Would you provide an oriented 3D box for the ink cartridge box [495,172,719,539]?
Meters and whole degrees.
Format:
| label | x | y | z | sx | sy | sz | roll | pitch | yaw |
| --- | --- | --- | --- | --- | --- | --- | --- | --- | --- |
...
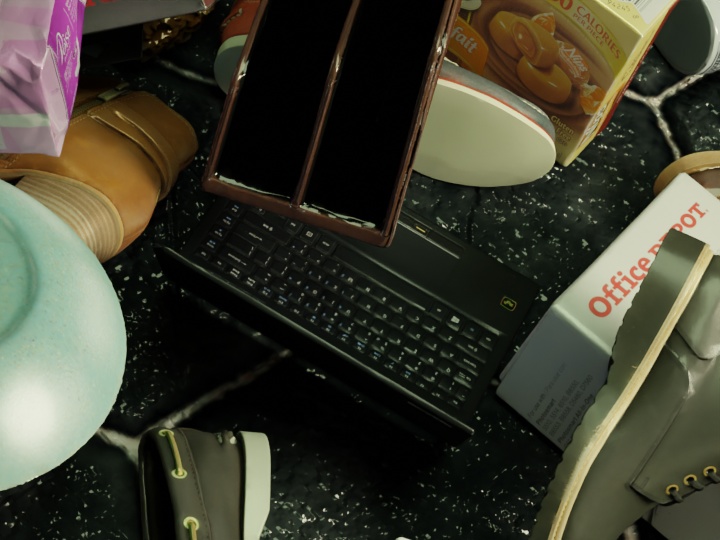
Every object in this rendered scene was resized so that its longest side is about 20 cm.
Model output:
| label | x | y | z | sx | sy | sz | roll | pitch | yaw |
| --- | --- | --- | --- | --- | --- | --- | --- | --- | --- |
| ink cartridge box | 0.194 | 0.066 | 1.294 | 0.200 | 0.084 | 0.146 | 40 | 49 | 9 |

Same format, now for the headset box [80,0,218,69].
| label | x | y | z | sx | sy | sz | roll | pitch | yaw |
| --- | --- | --- | --- | --- | --- | --- | --- | --- | --- |
| headset box | -0.155 | -0.200 | 1.232 | 0.148 | 0.201 | 0.077 | -9 | 15 | 14 |

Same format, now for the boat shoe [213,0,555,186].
| label | x | y | z | sx | sy | sz | roll | pitch | yaw |
| --- | --- | --- | --- | --- | --- | --- | --- | --- | --- |
| boat shoe | 0.017 | -0.105 | 1.370 | 0.199 | 0.071 | 0.063 | 17 | 45 | -4 |

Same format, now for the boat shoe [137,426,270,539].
| label | x | y | z | sx | sy | sz | roll | pitch | yaw |
| --- | --- | --- | --- | --- | --- | --- | --- | --- | --- |
| boat shoe | -0.077 | 0.154 | 1.115 | 0.060 | 0.072 | 0.202 | 10 | 42 | -11 |

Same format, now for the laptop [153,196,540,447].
| label | x | y | z | sx | sy | sz | roll | pitch | yaw |
| --- | --- | --- | --- | --- | --- | --- | --- | --- | --- |
| laptop | 0.000 | 0.000 | 1.250 | 0.177 | 0.103 | 0.200 | 31 | 47 | 2 |

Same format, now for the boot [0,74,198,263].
| label | x | y | z | sx | sy | sz | roll | pitch | yaw |
| --- | --- | --- | --- | --- | --- | --- | --- | --- | --- |
| boot | -0.192 | -0.070 | 1.253 | 0.199 | 0.074 | 0.155 | 33 | 39 | 7 |

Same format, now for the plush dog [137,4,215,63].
| label | x | y | z | sx | sy | sz | roll | pitch | yaw |
| --- | --- | --- | --- | --- | --- | --- | --- | --- | --- |
| plush dog | -0.120 | -0.218 | 1.349 | 0.171 | 0.200 | 0.161 | 33 | 20 | -6 |

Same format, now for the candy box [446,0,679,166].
| label | x | y | z | sx | sy | sz | roll | pitch | yaw |
| --- | --- | --- | --- | --- | --- | --- | --- | --- | --- |
| candy box | 0.072 | -0.165 | 1.408 | 0.200 | 0.116 | 0.055 | 38 | 47 | 9 |

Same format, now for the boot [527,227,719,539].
| label | x | y | z | sx | sy | sz | roll | pitch | yaw |
| --- | --- | --- | --- | --- | --- | --- | --- | --- | --- |
| boot | 0.168 | 0.099 | 1.186 | 0.138 | 0.201 | 0.077 | 25 | 6 | 7 |

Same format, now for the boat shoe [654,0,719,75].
| label | x | y | z | sx | sy | sz | roll | pitch | yaw |
| --- | --- | --- | --- | --- | --- | --- | --- | --- | --- |
| boat shoe | 0.189 | -0.213 | 1.529 | 0.068 | 0.074 | 0.200 | -15 | 62 | -36 |

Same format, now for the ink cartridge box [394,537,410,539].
| label | x | y | z | sx | sy | sz | roll | pitch | yaw |
| --- | --- | --- | --- | --- | --- | --- | --- | --- | --- |
| ink cartridge box | 0.013 | 0.238 | 1.029 | 0.085 | 0.147 | 0.201 | 20 | 48 | -6 |

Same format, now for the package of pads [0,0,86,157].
| label | x | y | z | sx | sy | sz | roll | pitch | yaw |
| --- | --- | --- | --- | --- | --- | --- | --- | --- | --- |
| package of pads | -0.229 | -0.121 | 1.158 | 0.198 | 0.076 | 0.121 | 2 | 56 | 5 |

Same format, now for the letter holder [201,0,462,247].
| label | x | y | z | sx | sy | sz | roll | pitch | yaw |
| --- | --- | --- | --- | --- | --- | --- | --- | --- | --- |
| letter holder | 0.002 | -0.139 | 1.246 | 0.100 | 0.143 | 0.201 | 17 | 45 | -1 |

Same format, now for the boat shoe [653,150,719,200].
| label | x | y | z | sx | sy | sz | roll | pitch | yaw |
| --- | --- | --- | --- | --- | --- | --- | --- | --- | --- |
| boat shoe | 0.267 | -0.028 | 1.416 | 0.199 | 0.071 | 0.071 | -6 | 48 | -18 |

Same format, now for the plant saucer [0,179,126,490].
| label | x | y | z | sx | sy | sz | roll | pitch | yaw |
| --- | --- | --- | --- | --- | --- | --- | --- | --- | --- |
| plant saucer | -0.198 | 0.010 | 1.091 | 0.200 | 0.039 | 0.202 | 11 | 47 | -12 |
